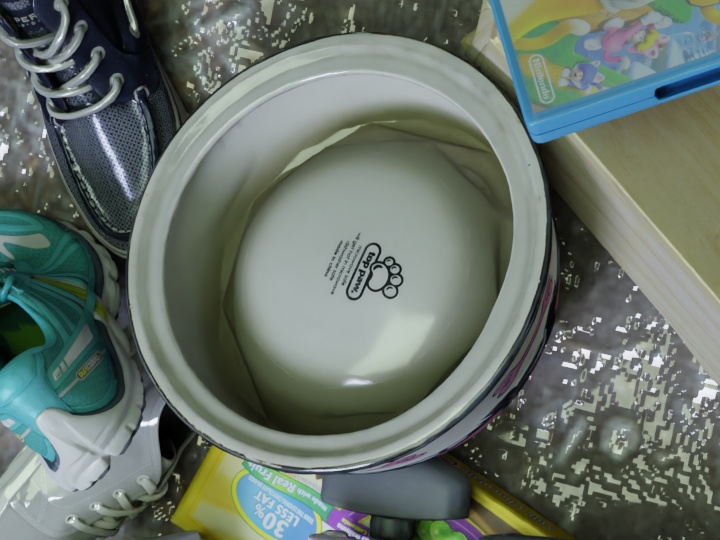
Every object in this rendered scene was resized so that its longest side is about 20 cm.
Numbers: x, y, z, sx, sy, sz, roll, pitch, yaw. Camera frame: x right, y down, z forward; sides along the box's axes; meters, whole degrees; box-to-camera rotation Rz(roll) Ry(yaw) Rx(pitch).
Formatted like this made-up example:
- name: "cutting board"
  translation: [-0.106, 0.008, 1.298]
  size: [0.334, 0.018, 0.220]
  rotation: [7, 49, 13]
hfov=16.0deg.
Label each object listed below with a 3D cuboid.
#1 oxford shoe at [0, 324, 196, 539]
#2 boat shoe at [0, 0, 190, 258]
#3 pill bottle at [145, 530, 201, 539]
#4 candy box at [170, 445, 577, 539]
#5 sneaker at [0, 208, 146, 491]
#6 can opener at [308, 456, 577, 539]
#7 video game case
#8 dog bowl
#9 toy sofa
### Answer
- name: "oxford shoe"
  translation: [-0.125, 0.098, 1.220]
  size: [0.058, 0.075, 0.200]
  rotation: [43, 102, 17]
- name: "boat shoe"
  translation: [-0.138, -0.099, 1.203]
  size: [0.075, 0.093, 0.200]
  rotation: [-19, 85, 21]
- name: "pill bottle"
  translation: [-0.090, 0.228, 1.189]
  size: [0.111, 0.111, 0.200]
  rotation: [-15, 88, 22]
- name: "candy box"
  translation: [0.015, 0.129, 1.190]
  size: [0.200, 0.026, 0.102]
  rotation: [33, 105, 17]
- name: "sneaker"
  translation: [-0.155, 0.019, 1.183]
  size: [0.078, 0.080, 0.200]
  rotation: [-47, 33, 7]
- name: "can opener"
  translation: [0.070, 0.121, 1.128]
  size: [0.200, 0.053, 0.067]
  rotation: [8, 91, 19]
- name: "video game case"
  translation: [0.148, -0.143, 1.048]
  size: [0.200, 0.018, 0.143]
  rotation: [-18, 57, 7]
- name: "dog bowl"
  translation: [0.000, 0.000, 1.139]
  size: [0.200, 0.074, 0.200]
  rotation: [-7, 70, 20]
- name: "toy sofa"
  translation: [0.138, -0.052, 1.109]
  size: [0.083, 0.098, 0.200]
  rotation: [-37, 77, -13]
